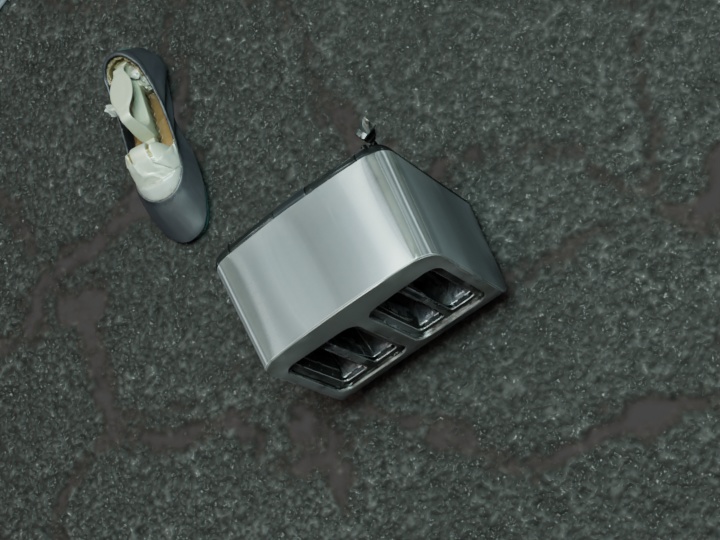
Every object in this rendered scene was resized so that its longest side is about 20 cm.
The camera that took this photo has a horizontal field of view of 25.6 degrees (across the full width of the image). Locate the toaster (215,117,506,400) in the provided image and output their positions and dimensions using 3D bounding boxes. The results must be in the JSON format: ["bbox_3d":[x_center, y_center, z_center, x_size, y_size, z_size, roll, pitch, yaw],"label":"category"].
[{"bbox_3d":[0.000,0.000,1.281,0.180,0.200,0.119,-35,62,15],"label":"toaster"}]

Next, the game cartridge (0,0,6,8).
[{"bbox_3d":[-0.399,-0.333,1.635,0.200,0.041,0.133,-49,59,10],"label":"game cartridge"}]

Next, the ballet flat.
[{"bbox_3d":[-0.198,-0.120,1.475,0.073,0.073,0.201,-25,70,20],"label":"ballet flat"}]
